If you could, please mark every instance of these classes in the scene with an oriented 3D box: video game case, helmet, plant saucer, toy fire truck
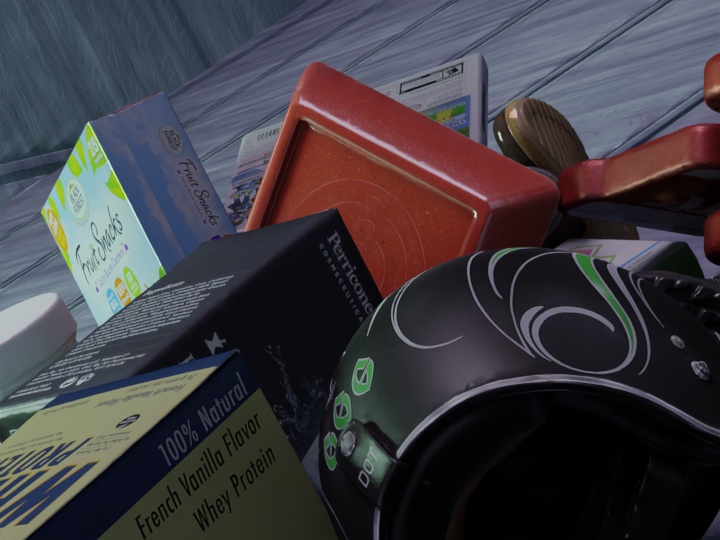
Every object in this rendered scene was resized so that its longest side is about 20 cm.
[{"bbox_3d":[-0.002,-0.085,1.488,0.199,0.022,0.183,-18,25,13],"label":"video game case"},{"bbox_3d":[0.080,0.082,0.913,0.199,0.201,0.191,-26,15,8],"label":"helmet"},{"bbox_3d":[0.000,0.000,1.239,0.199,0.201,0.037,30,17,30],"label":"plant saucer"},{"bbox_3d":[0.233,-0.048,1.169,0.199,0.113,0.168,6,-11,-27],"label":"toy fire truck"}]

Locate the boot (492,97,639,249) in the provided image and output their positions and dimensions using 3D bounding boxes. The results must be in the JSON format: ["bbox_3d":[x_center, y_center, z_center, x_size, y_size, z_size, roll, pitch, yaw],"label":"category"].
[{"bbox_3d":[0.085,-0.028,1.385,0.166,0.200,0.073,-23,55,17],"label":"boot"}]

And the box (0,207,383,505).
[{"bbox_3d":[-0.061,0.103,1.118,0.117,0.197,0.200,-15,19,42],"label":"box"}]

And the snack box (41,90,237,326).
[{"bbox_3d":[-0.148,-0.011,1.451,0.067,0.169,0.200,-25,-6,-24],"label":"snack box"}]

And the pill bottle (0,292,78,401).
[{"bbox_3d":[-0.179,0.123,1.273,0.115,0.201,0.116,-26,13,7],"label":"pill bottle"}]

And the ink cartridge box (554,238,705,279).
[{"bbox_3d":[0.129,0.030,1.299,0.104,0.060,0.200,-33,14,-19],"label":"ink cartridge box"}]

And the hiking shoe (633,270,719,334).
[{"bbox_3d":[0.194,0.036,1.084,0.199,0.076,0.101,0,0,6],"label":"hiking shoe"}]

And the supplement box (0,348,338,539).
[{"bbox_3d":[-0.107,0.179,0.922,0.134,0.200,0.200,-16,18,41],"label":"supplement box"}]

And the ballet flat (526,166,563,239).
[{"bbox_3d":[0.060,-0.014,1.328,0.199,0.073,0.073,-21,15,33],"label":"ballet flat"}]
